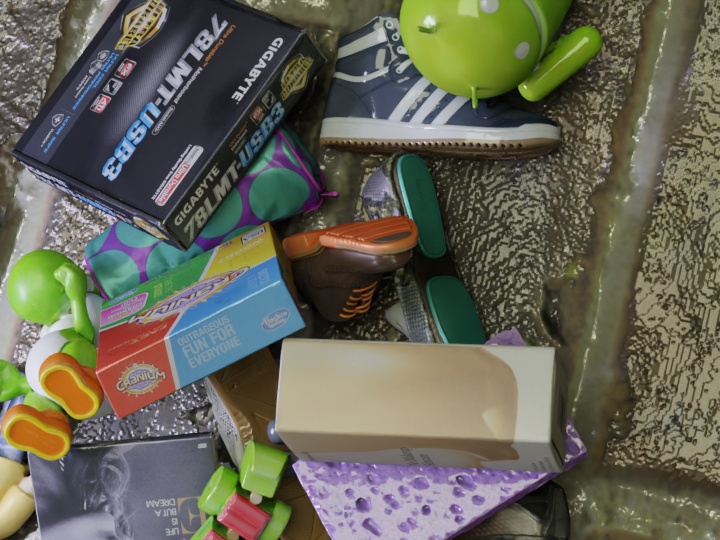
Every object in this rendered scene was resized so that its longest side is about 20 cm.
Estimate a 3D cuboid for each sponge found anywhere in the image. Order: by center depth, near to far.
[{"bbox_3d":[0.059,0.141,1.639,0.199,0.030,0.112,-32,72,0],"label":"sponge"}]

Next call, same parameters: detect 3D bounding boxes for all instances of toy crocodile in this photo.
[{"bbox_3d":[-0.112,0.217,1.685,0.067,0.062,0.201,33,101,-8],"label":"toy crocodile"}]

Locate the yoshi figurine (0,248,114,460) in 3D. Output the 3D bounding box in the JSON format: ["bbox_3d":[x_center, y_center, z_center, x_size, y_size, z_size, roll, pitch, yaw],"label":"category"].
[{"bbox_3d":[-0.248,0.052,1.747,0.111,0.200,0.113,-5,119,2],"label":"yoshi figurine"}]

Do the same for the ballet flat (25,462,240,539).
[{"bbox_3d":[-0.181,0.205,1.770,0.199,0.072,0.072,-20,75,9],"label":"ballet flat"}]

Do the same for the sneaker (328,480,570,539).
[{"bbox_3d":[0.073,0.193,1.697,0.199,0.071,0.099,1,73,19],"label":"sneaker"}]

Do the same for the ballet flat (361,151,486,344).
[{"bbox_3d":[0.046,0.008,1.748,0.072,0.072,0.202,-20,75,11],"label":"ballet flat"}]

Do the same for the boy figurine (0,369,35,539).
[{"bbox_3d":[-0.322,0.172,1.812,0.124,0.064,0.201,24,84,15],"label":"boy figurine"}]

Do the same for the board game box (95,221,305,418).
[{"bbox_3d":[-0.121,0.033,1.654,0.152,0.200,0.041,-26,104,1],"label":"board game box"}]

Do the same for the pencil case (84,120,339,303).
[{"bbox_3d":[-0.122,-0.039,1.784,0.200,0.085,0.093,-37,89,5],"label":"pencil case"}]

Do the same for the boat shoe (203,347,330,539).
[{"bbox_3d":[-0.075,0.127,1.753,0.070,0.069,0.201,-24,93,-14],"label":"boat shoe"}]

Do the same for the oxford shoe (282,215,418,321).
[{"bbox_3d":[0.000,0.000,1.703,0.071,0.200,0.073,-12,93,-18],"label":"oxford shoe"}]

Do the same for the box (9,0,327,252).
[{"bbox_3d":[-0.157,-0.133,1.779,0.198,0.050,0.201,25,75,41],"label":"box"}]

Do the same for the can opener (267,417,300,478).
[{"bbox_3d":[0.029,0.127,1.696,0.198,0.066,0.053,-8,85,8],"label":"can opener"}]

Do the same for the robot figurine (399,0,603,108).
[{"bbox_3d":[0.102,-0.214,1.705,0.115,0.200,0.176,-23,116,43],"label":"robot figurine"}]

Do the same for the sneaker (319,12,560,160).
[{"bbox_3d":[0.065,-0.147,1.761,0.198,0.070,0.109,3,82,19],"label":"sneaker"}]

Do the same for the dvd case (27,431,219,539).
[{"bbox_3d":[-0.176,0.230,1.732,0.147,0.016,0.202,-5,104,5],"label":"dvd case"}]

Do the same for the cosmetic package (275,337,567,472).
[{"bbox_3d":[0.046,0.098,1.584,0.198,0.105,0.072,1,73,13],"label":"cosmetic package"}]
